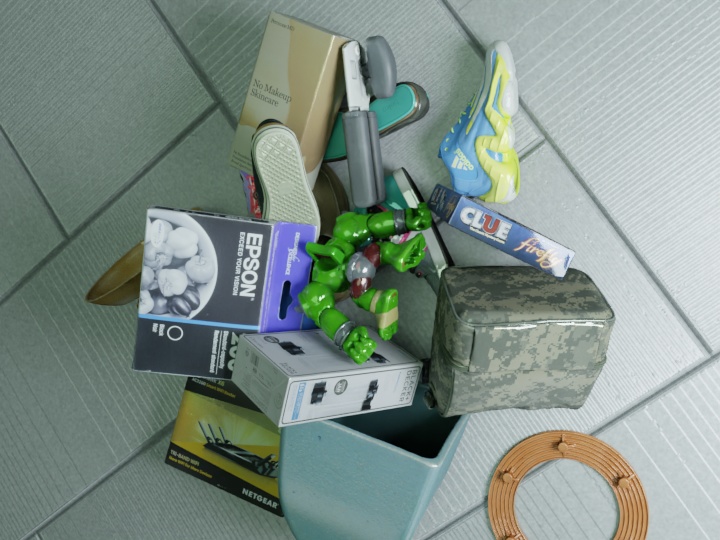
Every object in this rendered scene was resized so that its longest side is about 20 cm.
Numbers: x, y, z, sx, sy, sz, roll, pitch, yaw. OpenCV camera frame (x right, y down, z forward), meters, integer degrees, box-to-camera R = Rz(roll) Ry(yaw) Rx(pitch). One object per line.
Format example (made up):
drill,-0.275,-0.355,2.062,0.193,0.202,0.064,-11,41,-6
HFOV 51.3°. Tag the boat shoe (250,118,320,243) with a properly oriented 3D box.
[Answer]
boat shoe,-0.092,-0.091,0.905,0.074,0.062,0.201,-12,128,-6

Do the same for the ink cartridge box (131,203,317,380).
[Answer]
ink cartridge box,-0.159,0.032,0.886,0.198,0.043,0.200,6,106,-13

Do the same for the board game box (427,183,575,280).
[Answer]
board game box,0.152,-0.050,0.859,0.135,0.200,0.035,25,99,-6

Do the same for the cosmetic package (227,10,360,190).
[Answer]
cosmetic package,-0.086,-0.211,0.951,0.105,0.071,0.201,26,109,22

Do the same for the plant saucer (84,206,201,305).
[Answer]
plant saucer,-0.290,-0.012,1.040,0.199,0.201,0.036,-31,111,16

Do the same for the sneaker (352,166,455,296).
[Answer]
sneaker,0.047,-0.020,0.971,0.120,0.084,0.201,-27,76,12

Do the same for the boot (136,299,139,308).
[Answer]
boot,-0.204,0.062,1.061,0.199,0.108,0.075,37,127,-14

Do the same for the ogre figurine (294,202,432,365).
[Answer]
ogre figurine,0.000,0.000,0.892,0.119,0.098,0.202,18,91,27

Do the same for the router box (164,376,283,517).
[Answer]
router box,-0.165,0.232,1.064,0.199,0.052,0.159,18,97,16

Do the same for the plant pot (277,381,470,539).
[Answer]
plant pot,0.008,0.254,0.946,0.195,0.196,0.202,19,108,16

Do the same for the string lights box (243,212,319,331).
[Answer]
string lights box,-0.138,0.037,0.979,0.102,0.059,0.201,-18,105,41

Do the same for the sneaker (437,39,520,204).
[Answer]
sneaker,0.144,-0.184,0.942,0.104,0.076,0.202,-1,92,18

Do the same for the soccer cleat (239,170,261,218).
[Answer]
soccer cleat,-0.130,-0.082,1.032,0.066,0.076,0.202,-13,88,17

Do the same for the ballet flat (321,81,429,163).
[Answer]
ballet flat,0.005,-0.187,0.985,0.199,0.068,0.069,-15,88,29

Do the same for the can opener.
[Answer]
can opener,0.015,-0.180,0.912,0.066,0.053,0.202,-3,99,29

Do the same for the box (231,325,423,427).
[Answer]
box,-0.037,0.120,0.892,0.116,0.199,0.061,30,114,45

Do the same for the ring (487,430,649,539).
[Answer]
ring,0.260,0.304,0.948,0.199,0.019,0.202,1,93,17

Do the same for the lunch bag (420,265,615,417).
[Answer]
lunch bag,0.177,0.093,0.883,0.198,0.140,0.169,-1,118,-7

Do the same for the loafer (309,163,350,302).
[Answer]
loafer,-0.052,-0.056,1.012,0.075,0.067,0.202,-17,87,17
